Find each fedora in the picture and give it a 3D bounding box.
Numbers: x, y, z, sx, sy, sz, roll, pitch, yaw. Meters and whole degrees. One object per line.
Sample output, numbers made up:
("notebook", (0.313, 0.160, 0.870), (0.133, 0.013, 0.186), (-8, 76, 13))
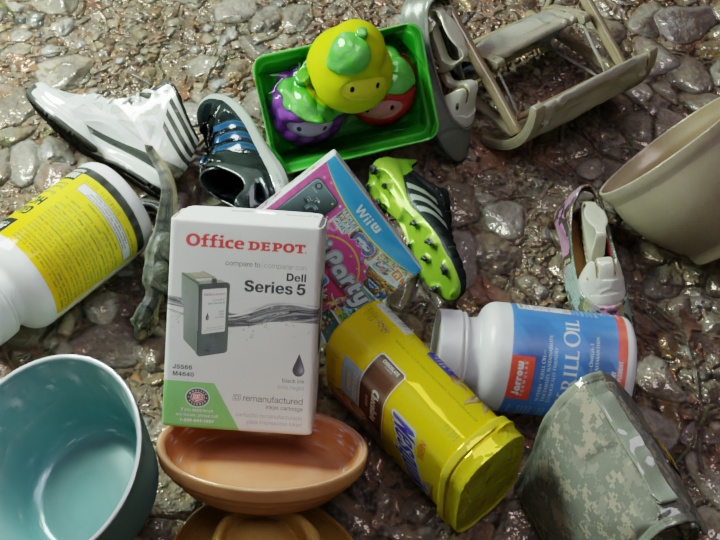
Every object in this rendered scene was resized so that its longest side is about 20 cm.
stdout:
("fedora", (-0.081, 0.275, 1.243), (0.199, 0.082, 0.202), (4, 54, -6))

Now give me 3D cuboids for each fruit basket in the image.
("fruit basket", (-0.013, -0.200, 1.510), (0.214, 0.157, 0.216), (-11, 14, 3))

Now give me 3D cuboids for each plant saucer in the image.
("plant saucer", (-0.093, 0.179, 1.286), (0.198, 0.038, 0.200), (4, 16, -1))

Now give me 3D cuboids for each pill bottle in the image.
("pill bottle", (0.174, 0.092, 1.399), (0.198, 0.113, 0.113), (6, 53, -4))
("pill bottle", (-0.320, -0.015, 1.398), (0.112, 0.113, 0.200), (37, 57, 18))

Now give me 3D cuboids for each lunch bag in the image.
("lunch bag", (0.238, 0.207, 1.270), (0.117, 0.201, 0.165), (-15, 57, -18))

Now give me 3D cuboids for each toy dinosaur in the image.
("toy dinosaur", (-0.191, -0.025, 1.416), (0.088, 0.047, 0.202), (5, 90, -40))

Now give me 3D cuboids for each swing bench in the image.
("swing bench", (0.212, -0.254, 1.651), (0.198, 0.130, 0.200), (-27, 67, -26))

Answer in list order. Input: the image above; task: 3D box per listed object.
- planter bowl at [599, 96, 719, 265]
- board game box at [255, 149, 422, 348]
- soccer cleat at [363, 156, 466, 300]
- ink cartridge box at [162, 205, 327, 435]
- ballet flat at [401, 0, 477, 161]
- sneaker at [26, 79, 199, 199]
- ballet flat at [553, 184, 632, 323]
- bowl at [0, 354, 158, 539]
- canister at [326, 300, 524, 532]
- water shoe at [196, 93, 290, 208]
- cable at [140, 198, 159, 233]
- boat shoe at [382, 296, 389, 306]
("planter bowl", (0.388, -0.092, 1.534), (0.200, 0.200, 0.135), (-39, 94, -30))
("board game box", (-0.060, -0.003, 1.370), (0.200, 0.064, 0.148), (-38, 97, 4))
("soccer cleat", (0.077, -0.053, 1.522), (0.081, 0.068, 0.201), (-10, 55, -31))
("ink cartridge box", (-0.110, 0.046, 1.303), (0.144, 0.202, 0.084), (3, 9, 1))
("ballet flat", (0.102, -0.225, 1.579), (0.067, 0.063, 0.201), (-31, 107, -47))
("sneaker", (-0.268, -0.176, 1.527), (0.200, 0.076, 0.116), (33, 79, 4))
("ballet flat", (0.260, -0.012, 1.513), (0.068, 0.071, 0.201), (-1, 55, -10))
("bowl", (-0.263, 0.189, 1.240), (0.199, 0.105, 0.202), (-11, 59, 18))
("canister", (0.058, 0.139, 1.325), (0.086, 0.149, 0.200), (-36, 64, -20))
("water shoe", (-0.149, -0.128, 1.517), (0.078, 0.072, 0.200), (-18, 48, -27))
("cable", (-0.167, -0.015, 1.482), (0.198, 0.050, 0.098), (14, 70, 16))
("boat shoe", (0.000, 0.000, 1.467), (0.071, 0.066, 0.201), (5, 54, -5))
